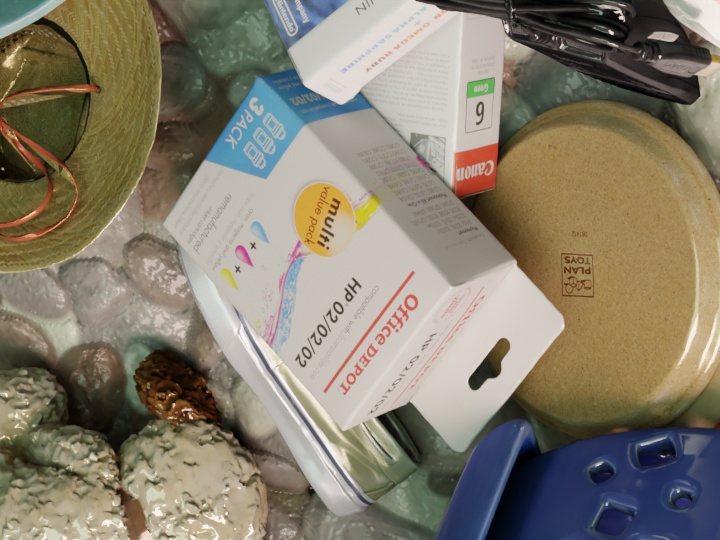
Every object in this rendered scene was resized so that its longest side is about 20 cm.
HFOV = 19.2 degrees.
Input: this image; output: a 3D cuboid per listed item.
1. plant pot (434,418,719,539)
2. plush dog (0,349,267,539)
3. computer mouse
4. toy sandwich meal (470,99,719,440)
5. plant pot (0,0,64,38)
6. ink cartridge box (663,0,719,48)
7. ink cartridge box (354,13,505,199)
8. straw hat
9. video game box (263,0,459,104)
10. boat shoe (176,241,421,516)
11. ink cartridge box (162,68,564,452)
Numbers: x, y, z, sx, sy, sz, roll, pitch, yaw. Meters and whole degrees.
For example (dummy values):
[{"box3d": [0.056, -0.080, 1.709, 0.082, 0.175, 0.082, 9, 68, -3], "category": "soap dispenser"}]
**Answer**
[{"box3d": [0.129, 0.202, 1.126, 0.179, 0.201, 0.200, 9, 146, 23], "category": "plant pot"}, {"box3d": [-0.140, 0.146, 1.259, 0.171, 0.160, 0.201, -18, 98, -4], "category": "plush dog"}, {"box3d": [0.135, -0.122, 1.070, 0.140, 0.199, 0.046, 19, 93, 42], "category": "computer mouse"}, {"box3d": [0.143, 0.005, 1.167, 0.204, 0.070, 0.207, 5, 97, 43], "category": "toy sandwich meal"}, {"box3d": [-0.244, -0.254, 1.138, 0.200, 0.200, 0.197, -46, 53, 20], "category": "plant pot"}, {"box3d": [0.256, -0.188, 1.060, 0.145, 0.084, 0.200, 29, 111, -16], "category": "ink cartridge box"}, {"box3d": [0.020, -0.083, 1.181, 0.108, 0.050, 0.201, 12, 107, 33], "category": "ink cartridge box"}, {"box3d": [-0.187, -0.096, 1.232, 0.200, 0.085, 0.202, -1, 86, 16], "category": "straw hat"}, {"box3d": [0.011, -0.220, 1.124, 0.182, 0.047, 0.201, -35, 63, 18], "category": "video game box"}, {"box3d": [-0.035, 0.048, 1.240, 0.062, 0.072, 0.201, -30, 104, 10], "category": "boat shoe"}, {"box3d": [0.000, 0.000, 1.140, 0.200, 0.068, 0.115, 47, 124, 17], "category": "ink cartridge box"}]
